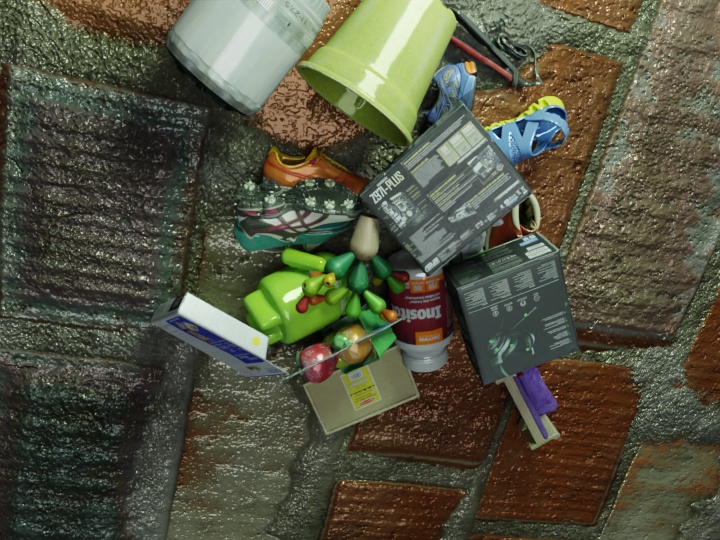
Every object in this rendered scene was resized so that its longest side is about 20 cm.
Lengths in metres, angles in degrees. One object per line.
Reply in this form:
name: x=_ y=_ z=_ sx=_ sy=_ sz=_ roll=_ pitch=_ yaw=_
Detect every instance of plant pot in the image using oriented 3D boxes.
plant pot: x=0.039 y=-0.315 z=0.943 sx=0.199 sy=0.200 sz=0.186 roll=32 pitch=92 yaw=-20

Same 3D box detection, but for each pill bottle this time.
pill bottle: x=0.106 y=0.070 z=1.139 sx=0.111 sy=0.113 sz=0.203 roll=-10 pitch=113 yaw=-6

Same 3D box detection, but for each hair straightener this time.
hair straightener: x=0.218 y=-0.357 z=1.026 sx=0.198 sy=0.041 sz=0.078 roll=27 pitch=105 yaw=-19

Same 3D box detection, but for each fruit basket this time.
fruit basket: x=-0.048 y=0.131 z=1.073 sx=0.198 sy=0.185 sz=0.095 roll=-18 pitch=81 yaw=-34

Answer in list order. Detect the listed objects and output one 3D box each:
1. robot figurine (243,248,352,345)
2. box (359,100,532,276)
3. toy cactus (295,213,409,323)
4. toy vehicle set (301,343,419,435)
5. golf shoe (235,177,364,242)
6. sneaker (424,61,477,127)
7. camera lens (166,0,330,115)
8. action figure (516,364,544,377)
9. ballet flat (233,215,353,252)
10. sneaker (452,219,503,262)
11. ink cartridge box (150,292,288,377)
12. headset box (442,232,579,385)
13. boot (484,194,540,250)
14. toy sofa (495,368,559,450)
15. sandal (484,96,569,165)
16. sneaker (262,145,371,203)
robot figurine: x=-0.091 y=0.044 z=1.074 sx=0.198 sy=0.116 sz=0.177 roll=-26 pitch=144 yaw=-23
box: x=0.125 y=-0.121 z=0.968 sx=0.199 sy=0.086 sz=0.164 roll=-40 pitch=99 yaw=16
toy cactus: x=0.000 y=0.000 z=0.987 sx=0.197 sy=0.102 sz=0.168 roll=2 pitch=108 yaw=-27
toy vehicle set: x=0.002 y=0.221 z=1.227 sx=0.197 sy=0.027 sz=0.126 roll=-22 pitch=114 yaw=-1
golf shoe: x=-0.092 y=-0.092 z=1.004 sx=0.197 sy=0.078 sz=0.089 roll=2 pitch=135 yaw=-3
sneaker: x=0.141 y=-0.237 z=1.053 sx=0.077 sy=0.075 sz=0.203 roll=8 pitch=112 yaw=8
camera lens: x=-0.158 y=-0.333 z=0.901 sx=0.159 sy=0.160 sz=0.200 roll=37 pitch=101 yaw=-22
action figure: x=0.263 y=0.087 z=1.152 sx=0.065 sy=0.099 sz=0.202 roll=-25 pitch=82 yaw=-1
ballet flat: x=-0.111 y=-0.065 z=1.079 sx=0.197 sy=0.068 sz=0.071 roll=-4 pitch=137 yaw=-9
sneaker: x=0.197 y=-0.070 z=1.085 sx=0.114 sy=0.076 sz=0.201 roll=-10 pitch=133 yaw=32
ink cartridge box: x=-0.228 y=0.110 z=1.057 sx=0.199 sy=0.197 sz=0.048 roll=31 pitch=67 yaw=-22
headset box: x=0.248 y=0.069 z=1.061 sx=0.172 sy=0.093 sz=0.202 roll=-21 pitch=113 yaw=0
boot: x=0.266 y=-0.059 z=1.120 sx=0.074 sy=0.107 sz=0.203 roll=-18 pitch=118 yaw=-12
toy sofa: x=0.326 y=0.241 z=1.265 sx=0.097 sy=0.083 sz=0.201 roll=-29 pitch=114 yaw=4
sandal: x=0.261 y=-0.211 z=1.067 sx=0.199 sy=0.087 sz=0.080 roll=-35 pitch=124 yaw=7
sneaker: x=-0.056 y=-0.152 z=1.040 sx=0.197 sy=0.073 sz=0.078 roll=9 pitch=114 yaw=-14
